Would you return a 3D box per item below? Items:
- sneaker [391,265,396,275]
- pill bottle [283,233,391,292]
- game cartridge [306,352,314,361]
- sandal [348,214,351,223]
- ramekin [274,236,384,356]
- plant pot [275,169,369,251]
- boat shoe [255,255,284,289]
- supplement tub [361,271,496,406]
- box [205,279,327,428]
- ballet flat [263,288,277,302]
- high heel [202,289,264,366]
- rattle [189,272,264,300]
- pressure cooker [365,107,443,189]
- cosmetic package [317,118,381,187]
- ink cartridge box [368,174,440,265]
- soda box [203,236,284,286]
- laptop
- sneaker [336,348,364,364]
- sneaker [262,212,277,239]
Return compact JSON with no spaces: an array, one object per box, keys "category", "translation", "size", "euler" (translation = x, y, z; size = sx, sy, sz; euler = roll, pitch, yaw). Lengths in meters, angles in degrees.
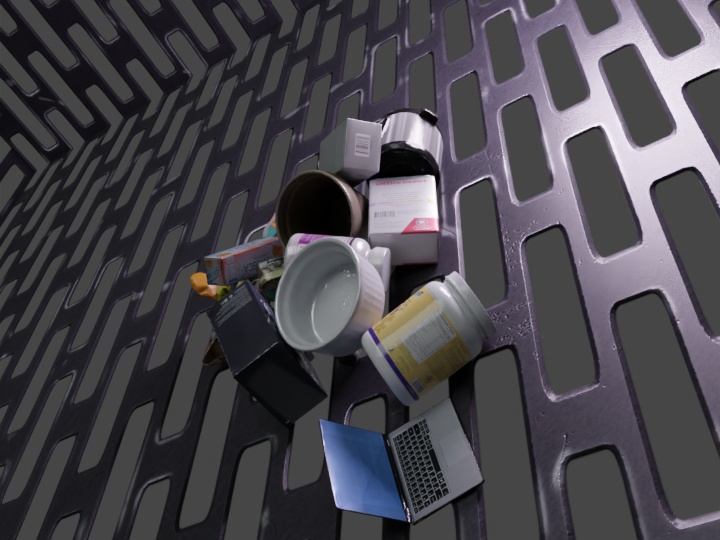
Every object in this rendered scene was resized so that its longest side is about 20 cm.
[{"category":"sneaker","translation":[0.000,0.000,1.662],"size":[0.201,0.091,0.077],"euler":[-48,32,-19]},{"category":"pill bottle","translation":[-0.042,-0.009,1.569],"size":[0.195,0.114,0.114],"euler":[6,46,14]},{"category":"game cartridge","translation":[-0.185,0.176,1.679],"size":[0.129,0.039,0.199],"euler":[-40,32,-11]},{"category":"sandal","translation":[-0.044,-0.120,1.902],"size":[0.197,0.043,0.077],"euler":[-6,43,40]},{"category":"ramekin","translation":[-0.050,0.053,1.431],"size":[0.197,0.097,0.206],"euler":[-16,62,33]},{"category":"plant pot","translation":[-0.059,-0.111,1.735],"size":[0.196,0.205,0.172],"euler":[-17,-3,28]},{"category":"boat shoe","translation":[-0.137,-0.020,1.774],"size":[0.197,0.067,0.072],"euler":[-21,-16,-24]},{"category":"supplement tub","translation":[0.115,0.112,1.353],"size":[0.198,0.146,0.146],"euler":[-37,32,0]},{"category":"box","translation":[-0.172,0.155,1.499],"size":[0.103,0.201,0.183],"euler":[-34,46,1]},{"category":"ballet flat","translation":[-0.147,-0.006,1.846],"size":[0.201,0.069,0.071],"euler":[-48,16,-12]},{"category":"high heel","translation":[-0.268,0.126,1.719],"size":[0.143,0.071,0.201],"euler":[-48,-4,-39]},{"category":"rattle","translation":[-0.296,0.027,1.829],"size":[0.130,0.143,0.200],"euler":[-44,8,-13]},{"category":"pressure cooker","translation":[0.100,-0.260,1.818],"size":[0.171,0.181,0.203],"euler":[-6,41,17]},{"category":"cosmetic package","translation":[-0.027,-0.246,1.741],"size":[0.200,0.088,0.110],"euler":[165,110,-73]},{"category":"ink cartridge box","translation":[0.089,-0.104,1.665],"size":[0.143,0.087,0.202],"euler":[-2,37,5]},{"category":"soda box","translation":[-0.255,-0.022,1.807],"size":[0.067,0.065,0.198],"euler":[3,17,39]},{"category":"laptop","translation":[0.057,0.274,1.233],"size":[0.197,0.117,0.189],"euler":[-32,33,8]},{"category":"sneaker","translation":[-0.061,0.113,1.584],"size":[0.197,0.075,0.080],"euler":[26,56,32]},{"category":"sneaker","translation":[-0.183,-0.108,1.998],"size":[0.079,0.072,0.202],"euler":[-22,34,30]}]
